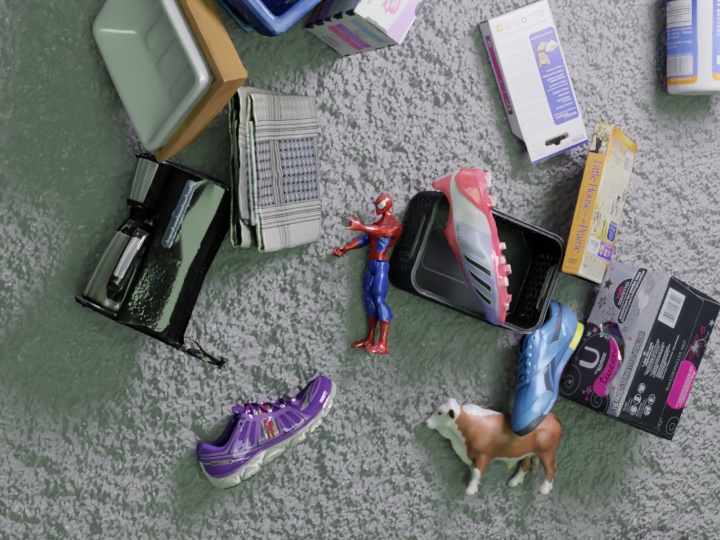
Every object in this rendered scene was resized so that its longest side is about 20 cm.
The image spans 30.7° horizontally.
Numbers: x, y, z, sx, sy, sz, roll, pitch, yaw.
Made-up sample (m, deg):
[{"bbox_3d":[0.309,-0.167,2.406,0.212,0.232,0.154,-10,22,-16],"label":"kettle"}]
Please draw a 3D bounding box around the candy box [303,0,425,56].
[{"bbox_3d":[0.028,-0.353,1.583,0.071,0.200,0.169,33,84,-19],"label":"candy box"}]

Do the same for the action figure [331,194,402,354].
[{"bbox_3d":[0.000,0.000,1.672,0.098,0.065,0.202,8,92,-29],"label":"action figure"}]

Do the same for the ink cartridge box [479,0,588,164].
[{"bbox_3d":[0.233,-0.252,1.751,0.094,0.037,0.202,-22,99,-17],"label":"ink cartridge box"}]

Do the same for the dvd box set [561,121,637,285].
[{"bbox_3d":[0.320,-0.086,1.750,0.029,0.146,0.202,13,90,24],"label":"dvd box set"}]

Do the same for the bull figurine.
[{"bbox_3d":[0.181,0.235,1.757,0.198,0.065,0.123,4,96,-18],"label":"bull figurine"}]

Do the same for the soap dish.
[{"bbox_3d":[-0.218,-0.250,1.501,0.081,0.157,0.201,-8,65,-43],"label":"soap dish"}]

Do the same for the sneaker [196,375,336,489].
[{"bbox_3d":[-0.117,0.191,1.642,0.199,0.081,0.084,-35,99,-13],"label":"sneaker"}]

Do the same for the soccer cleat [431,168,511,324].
[{"bbox_3d":[0.142,-0.028,1.633,0.076,0.067,0.202,-8,104,13],"label":"soccer cleat"}]

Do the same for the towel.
[{"bbox_3d":[-0.098,-0.122,1.582,0.200,0.034,0.195,-10,100,-63],"label":"towel"}]

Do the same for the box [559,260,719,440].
[{"bbox_3d":[0.377,0.107,1.774,0.132,0.114,0.202,24,85,-38],"label":"box"}]

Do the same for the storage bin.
[{"bbox_3d":[0.151,-0.011,1.711,0.198,0.094,0.136,21,87,-19],"label":"storage bin"}]

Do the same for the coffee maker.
[{"bbox_3d":[-0.216,-0.015,1.564,0.191,0.134,0.202,27,84,-23],"label":"coffee maker"}]

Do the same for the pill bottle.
[{"bbox_3d":[0.475,-0.343,1.789,0.111,0.112,0.202,-2,95,-19],"label":"pill bottle"}]

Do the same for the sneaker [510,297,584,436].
[{"bbox_3d":[0.230,0.125,1.741,0.078,0.066,0.201,39,58,-18],"label":"sneaker"}]

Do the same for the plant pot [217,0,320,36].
[{"bbox_3d":[-0.114,-0.403,1.541,0.200,0.180,0.200,-44,106,-10],"label":"plant pot"}]
